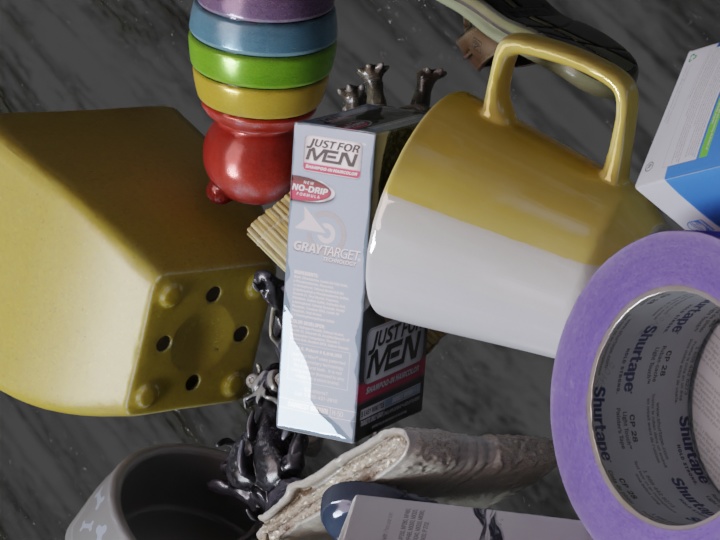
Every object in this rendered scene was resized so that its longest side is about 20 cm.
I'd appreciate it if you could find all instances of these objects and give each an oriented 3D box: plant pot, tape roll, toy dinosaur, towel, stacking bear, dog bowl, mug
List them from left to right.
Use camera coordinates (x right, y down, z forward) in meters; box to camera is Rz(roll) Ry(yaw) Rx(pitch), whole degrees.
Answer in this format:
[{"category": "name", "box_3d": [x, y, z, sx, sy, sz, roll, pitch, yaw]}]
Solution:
[{"category": "plant pot", "box_3d": [-0.174, 0.010, 2.018, 0.200, 0.194, 0.196, 36, 120, 40]}, {"category": "dog bowl", "box_3d": [-0.106, 0.201, 1.927, 0.200, 0.200, 0.059, 53, 128, 36]}, {"category": "stacking bear", "box_3d": [-0.072, -0.143, 1.941, 0.114, 0.121, 0.200, 39, 132, 53]}, {"category": "toy dinosaur", "box_3d": [0.018, -0.076, 1.831, 0.200, 0.077, 0.102, -24, 67, 42]}, {"category": "towel", "box_3d": [0.026, 0.147, 1.805, 0.200, 0.132, 0.034, -35, 58, 47]}, {"category": "mug", "box_3d": [0.103, -0.028, 1.659, 0.153, 0.149, 0.187, 22, 143, 21]}, {"category": "tape roll", "box_3d": [0.205, 0.077, 1.540, 0.200, 0.085, 0.200, -3, 86, 49]}]

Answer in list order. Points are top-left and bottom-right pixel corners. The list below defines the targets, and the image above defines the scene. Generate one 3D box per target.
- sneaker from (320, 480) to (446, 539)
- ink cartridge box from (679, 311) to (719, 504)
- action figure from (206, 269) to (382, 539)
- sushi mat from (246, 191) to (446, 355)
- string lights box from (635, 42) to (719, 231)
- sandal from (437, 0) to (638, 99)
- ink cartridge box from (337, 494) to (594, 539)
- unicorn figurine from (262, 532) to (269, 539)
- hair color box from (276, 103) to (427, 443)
[{"category": "sneaker", "box_3d": [0.056, 0.206, 1.719, 0.082, 0.200, 0.070, -63, 1, -36]}, {"category": "ink cartridge box", "box_3d": [0.227, 0.079, 1.614, 0.163, 0.057, 0.200, 49, 120, 39]}, {"category": "action figure", "box_3d": [-0.042, 0.103, 1.920, 0.119, 0.102, 0.200, -7, 71, 51]}, {"category": "sushi mat", "box_3d": [0.006, -0.008, 1.874, 0.096, 0.012, 0.200, -41, 48, -5]}, {"category": "string lights box", "box_3d": [0.253, -0.088, 1.512, 0.200, 0.059, 0.103, -13, 46, 52]}, {"category": "sandal", "box_3d": [0.093, -0.147, 1.738, 0.201, 0.080, 0.057, 40, 124, 43]}, {"category": "ink cartridge box", "box_3d": [0.081, 0.223, 1.618, 0.084, 0.200, 0.145, -71, -14, -65]}, {"category": "unicorn figurine", "box_3d": [-0.027, 0.267, 1.746, 0.137, 0.074, 0.200, -61, 32, 15]}, {"category": "hair color box", "box_3d": [0.000, 0.000, 1.744, 0.061, 0.099, 0.200, 10, 104, 26]}]
